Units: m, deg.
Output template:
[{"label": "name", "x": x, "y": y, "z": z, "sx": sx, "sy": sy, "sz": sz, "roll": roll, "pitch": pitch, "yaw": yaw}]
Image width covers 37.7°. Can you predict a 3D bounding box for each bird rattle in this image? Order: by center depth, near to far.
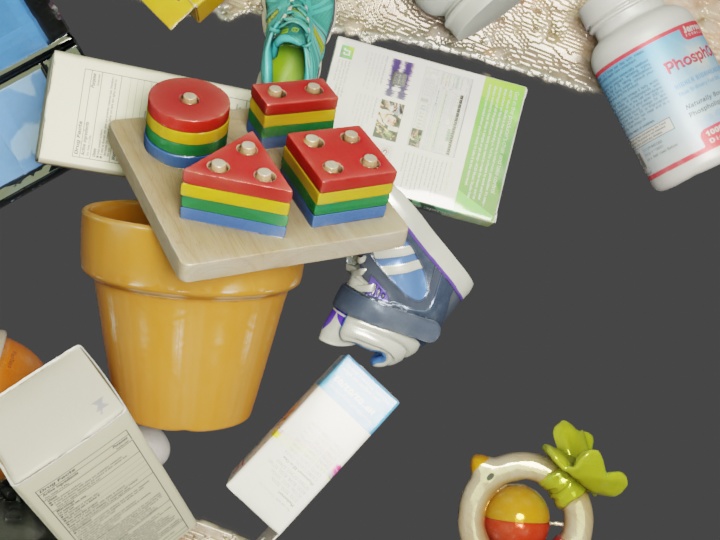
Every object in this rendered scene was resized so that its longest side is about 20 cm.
[{"label": "bird rattle", "x": 0.176, "y": 0.247, "z": 1.020, "sx": 0.163, "sy": 0.113, "sz": 0.200, "roll": 5, "pitch": 97, "yaw": 8}]

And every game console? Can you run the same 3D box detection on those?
[{"label": "game console", "x": -0.351, "y": -0.161, "z": 0.988, "sx": 0.200, "sy": 0.119, "sz": 0.172, "roll": -30, "pitch": 87, "yaw": -6}]

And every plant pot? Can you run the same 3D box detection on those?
[{"label": "plant pot", "x": -0.155, "y": 0.040, "z": 0.958, "sx": 0.200, "sy": 0.200, "sz": 0.184, "roll": 5, "pitch": 100, "yaw": -4}]

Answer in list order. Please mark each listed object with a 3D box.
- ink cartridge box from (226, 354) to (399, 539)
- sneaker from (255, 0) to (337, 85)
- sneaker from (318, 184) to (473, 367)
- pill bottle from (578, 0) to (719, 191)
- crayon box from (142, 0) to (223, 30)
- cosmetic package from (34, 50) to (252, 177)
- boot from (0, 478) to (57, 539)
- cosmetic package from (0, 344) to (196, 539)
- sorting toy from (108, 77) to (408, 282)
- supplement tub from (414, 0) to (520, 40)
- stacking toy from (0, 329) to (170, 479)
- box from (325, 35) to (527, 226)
[{"label": "ink cartridge box", "x": -0.059, "y": 0.172, "z": 0.980, "sx": 0.068, "sy": 0.115, "sz": 0.200, "roll": 43, "pitch": 83, "yaw": 1}, {"label": "sneaker", "x": -0.062, "y": -0.234, "z": 1.036, "sx": 0.077, "sy": 0.080, "sz": 0.200, "roll": 4, "pitch": 84, "yaw": -4}, {"label": "sneaker", "x": 0.000, "y": 0.000, "z": 1.003, "sx": 0.146, "sy": 0.081, "sz": 0.200, "roll": -44, "pitch": 108, "yaw": -5}, {"label": "pill bottle", "x": 0.297, "y": -0.188, "z": 1.043, "sx": 0.109, "sy": 0.109, "sz": 0.200, "roll": -27, "pitch": 87, "yaw": -6}, {"label": "crayon box", "x": -0.157, "y": -0.342, "z": 1.053, "sx": 0.200, "sy": 0.051, "sz": 0.127, "roll": -43, "pitch": 89, "yaw": -7}, {"label": "cosmetic package", "x": -0.196, "y": -0.134, "z": 0.990, "sx": 0.200, "sy": 0.071, "sz": 0.105, "roll": 10, "pitch": 91, "yaw": -20}, {"label": "boot", "x": -0.309, "y": 0.289, "z": 0.973, "sx": 0.162, "sy": 0.073, "sz": 0.199, "roll": 1, "pitch": 78, "yaw": -6}, {"label": "cosmetic package", "x": -0.222, "y": 0.168, "z": 0.874, "sx": 0.103, "sy": 0.200, "sz": 0.087, "roll": -33, "pitch": 53, "yaw": -17}, {"label": "sorting toy", "x": -0.085, "y": -0.094, "z": 0.881, "sx": 0.199, "sy": 0.070, "sz": 0.200, "roll": -10, "pitch": 45, "yaw": -27}, {"label": "supplement tub", "x": 0.084, "y": -0.341, "z": 1.024, "sx": 0.144, "sy": 0.144, "sz": 0.200, "roll": -36, "pitch": 88, "yaw": -7}, {"label": "stacking toy", "x": -0.273, "y": 0.149, "z": 0.975, "sx": 0.200, "sy": 0.146, "sz": 0.146, "roll": 19, "pitch": 83, "yaw": -18}, {"label": "box", "x": 0.054, "y": -0.138, "z": 1.059, "sx": 0.200, "sy": 0.036, "sz": 0.145, "roll": 15, "pitch": 84, "yaw": -1}]
